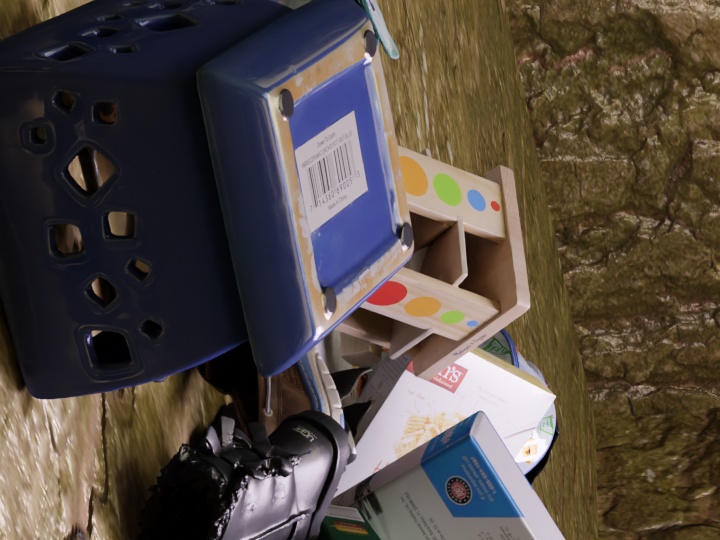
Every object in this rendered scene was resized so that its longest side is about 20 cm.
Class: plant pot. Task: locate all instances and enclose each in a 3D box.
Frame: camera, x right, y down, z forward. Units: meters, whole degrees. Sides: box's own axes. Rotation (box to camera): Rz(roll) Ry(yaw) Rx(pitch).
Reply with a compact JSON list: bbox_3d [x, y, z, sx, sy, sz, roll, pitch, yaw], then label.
[{"bbox_3d":[-0.085,-0.050,1.274,0.200,0.179,0.201,-39,124,-58],"label":"plant pot"}]

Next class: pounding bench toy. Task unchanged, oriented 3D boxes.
[{"bbox_3d":[0.000,0.000,1.709,0.155,0.200,0.125,19,51,-32],"label":"pounding bench toy"}]

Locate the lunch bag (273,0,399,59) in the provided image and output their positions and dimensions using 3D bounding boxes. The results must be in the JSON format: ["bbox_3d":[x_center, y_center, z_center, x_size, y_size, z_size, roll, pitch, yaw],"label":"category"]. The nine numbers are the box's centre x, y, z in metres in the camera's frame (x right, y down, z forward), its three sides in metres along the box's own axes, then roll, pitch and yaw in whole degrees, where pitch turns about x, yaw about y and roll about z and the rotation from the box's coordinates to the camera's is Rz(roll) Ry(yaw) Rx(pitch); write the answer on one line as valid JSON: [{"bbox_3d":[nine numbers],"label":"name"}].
[{"bbox_3d":[-0.042,-0.176,1.769,0.170,0.121,0.201,44,58,-75],"label":"lunch bag"}]

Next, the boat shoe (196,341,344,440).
[{"bbox_3d":[-0.077,0.052,1.610,0.200,0.072,0.072,59,-42,43],"label":"boat shoe"}]

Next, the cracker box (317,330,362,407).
[{"bbox_3d":[-0.048,0.059,1.831,0.200,0.057,0.134,71,16,-46],"label":"cracker box"}]

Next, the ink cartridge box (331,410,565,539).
[{"bbox_3d":[0.043,0.223,1.729,0.146,0.199,0.084,58,14,-5],"label":"ink cartridge box"}]

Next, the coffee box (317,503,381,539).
[{"bbox_3d":[-0.019,0.236,1.585,0.200,0.044,0.124,-142,-116,-81],"label":"coffee box"}]

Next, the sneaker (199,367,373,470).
[{"bbox_3d":[-0.052,0.127,1.637,0.200,0.104,0.060,-69,152,-69],"label":"sneaker"}]

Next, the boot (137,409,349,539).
[{"bbox_3d":[-0.086,0.184,1.479,0.162,0.073,0.199,-18,133,-60],"label":"boot"}]

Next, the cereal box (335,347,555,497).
[{"bbox_3d":[0.048,0.149,1.827,0.144,0.200,0.040,26,12,-32],"label":"cereal box"}]

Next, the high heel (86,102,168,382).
[{"bbox_3d":[-0.133,-0.033,1.414,0.200,0.071,0.143,81,4,-50],"label":"high heel"}]

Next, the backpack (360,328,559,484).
[{"bbox_3d":[0.067,0.127,1.951,0.154,0.190,0.200,55,6,-40],"label":"backpack"}]
